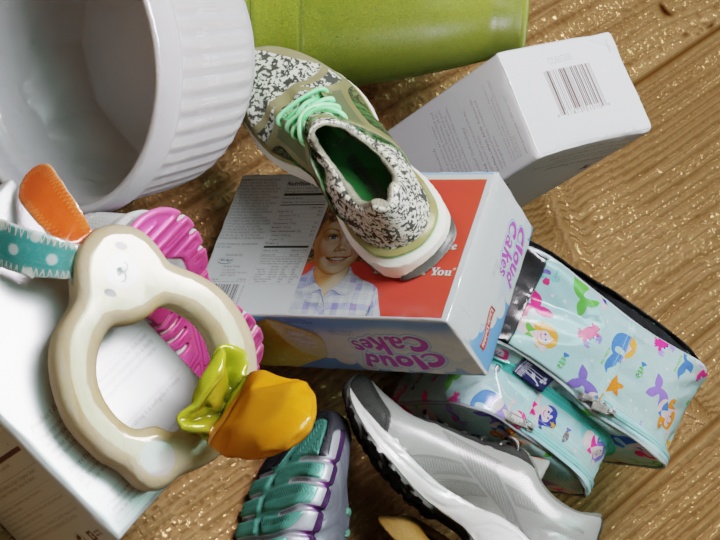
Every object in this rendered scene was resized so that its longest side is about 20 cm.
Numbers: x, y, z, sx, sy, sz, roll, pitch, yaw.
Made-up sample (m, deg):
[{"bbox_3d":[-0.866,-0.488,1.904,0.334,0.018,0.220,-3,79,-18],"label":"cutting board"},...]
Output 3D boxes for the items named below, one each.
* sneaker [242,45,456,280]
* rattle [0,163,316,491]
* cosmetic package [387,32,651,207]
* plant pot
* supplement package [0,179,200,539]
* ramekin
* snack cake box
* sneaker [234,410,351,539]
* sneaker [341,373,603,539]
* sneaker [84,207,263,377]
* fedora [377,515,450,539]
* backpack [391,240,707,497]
[{"bbox_3d":[-0.017,-0.086,1.483,0.077,0.089,0.200,-41,62,-6],"label":"sneaker"},{"bbox_3d":[-0.126,0.024,1.334,0.130,0.143,0.200,-27,96,-8],"label":"rattle"},{"bbox_3d":[0.092,-0.087,1.652,0.113,0.200,0.081,-15,78,-36],"label":"cosmetic package"},{"bbox_3d":[0.020,-0.211,1.616,0.193,0.200,0.200,3,63,1],"label":"plant pot"},{"bbox_3d":[-0.200,0.066,1.428,0.200,0.117,0.117,48,58,-7],"label":"supplement package"},{"bbox_3d":[-0.159,-0.137,1.513,0.105,0.200,0.200,-11,75,-46],"label":"ramekin"},{"bbox_3d":[0.000,0.000,1.540,0.067,0.200,0.115,52,49,-45],"label":"snack cake box"},{"bbox_3d":[-0.035,0.193,1.526,0.088,0.074,0.200,34,64,-29],"label":"sneaker"},{"bbox_3d":[0.070,0.132,1.535,0.200,0.074,0.079,39,81,9],"label":"sneaker"},{"bbox_3d":[-0.129,0.028,1.499,0.081,0.088,0.200,-48,137,-29],"label":"sneaker"},{"bbox_3d":[0.072,0.244,1.535,0.201,0.201,0.082,39,91,-13],"label":"fedora"},{"bbox_3d":[0.129,0.072,1.619,0.200,0.178,0.151,26,77,-23],"label":"backpack"}]
